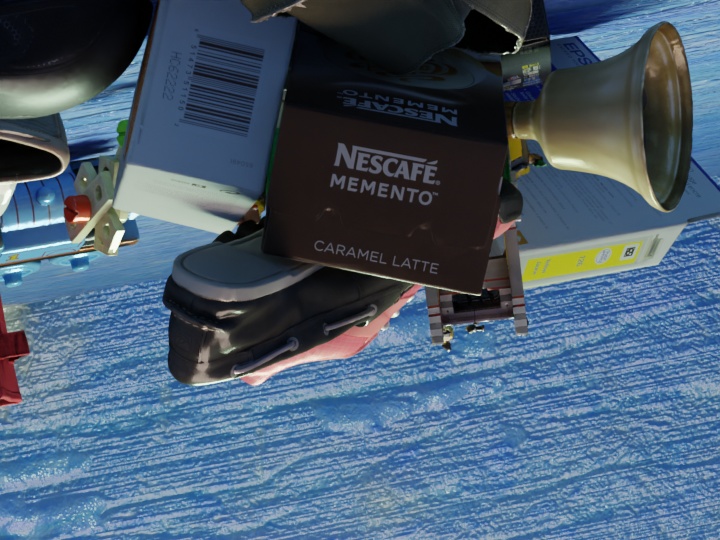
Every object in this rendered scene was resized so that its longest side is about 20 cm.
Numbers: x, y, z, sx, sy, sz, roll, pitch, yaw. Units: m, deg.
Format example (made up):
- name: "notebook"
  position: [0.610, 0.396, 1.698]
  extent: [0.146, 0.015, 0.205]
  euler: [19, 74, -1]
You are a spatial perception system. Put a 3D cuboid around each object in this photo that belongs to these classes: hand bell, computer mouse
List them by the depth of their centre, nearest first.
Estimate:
- name: "computer mouse"
  position: [-0.198, -0.097, 1.265]
  extent: [0.199, 0.053, 0.138]
  euler: [-11, 176, -7]
- name: "hand bell"
  position: [0.078, -0.085, 1.428]
  extent: [0.199, 0.105, 0.104]
  euler: [1, -179, 22]

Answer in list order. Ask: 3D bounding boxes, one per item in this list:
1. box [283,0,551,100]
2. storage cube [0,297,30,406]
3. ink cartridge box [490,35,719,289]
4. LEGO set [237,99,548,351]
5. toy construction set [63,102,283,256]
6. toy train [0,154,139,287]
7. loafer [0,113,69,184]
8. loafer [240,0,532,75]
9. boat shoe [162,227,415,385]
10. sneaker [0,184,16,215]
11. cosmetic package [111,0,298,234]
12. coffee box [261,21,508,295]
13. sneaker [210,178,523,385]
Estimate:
- name: "box"
  position: [0.032, -0.130, 1.488]
  extent: [0.157, 0.051, 0.200]
  euler: [-10, 176, 3]
- name: "storage cube"
  position: [-0.322, 0.012, 1.628]
  extent: [0.199, 0.181, 0.171]
  euler: [-11, 177, -4]
- name: "ink cartridge box"
  position: [0.113, -0.074, 1.655]
  extent: [0.199, 0.198, 0.047]
  euler: [-7, 134, -36]
- name: "LEGO set"
  position: [0.023, -0.016, 1.512]
  extent: [0.199, 0.117, 0.154]
  euler: [-10, -153, -4]
- name: "toy construction set"
  position: [-0.103, -0.080, 1.653]
  extent: [0.199, 0.093, 0.131]
  euler: [-22, -176, -34]
- name: "toy train"
  position: [-0.255, -0.038, 1.851]
  extent: [0.199, 0.087, 0.114]
  euler: [-10, 171, -20]
- name: "loafer"
  position: [-0.251, -0.067, 1.365]
  extent: [0.199, 0.063, 0.072]
  euler: [-13, 146, -28]
- name: "loafer"
  position: [0.021, -0.132, 1.231]
  extent: [0.199, 0.070, 0.075]
  euler: [-8, 176, -44]
- name: "boat shoe"
  position: [-0.031, 0.011, 1.264]
  extent: [0.067, 0.057, 0.200]
  euler: [26, -157, 29]
- name: "sneaker"
  position: [-0.278, -0.033, 1.510]
  extent: [0.146, 0.081, 0.200]
  euler: [2, 146, -45]
- name: "cosmetic package"
  position: [-0.084, -0.084, 1.327]
  extent: [0.071, 0.102, 0.200]
  euler: [12, 173, -6]
- name: "coffee box"
  position: [0.015, -0.068, 1.297]
  extent: [0.114, 0.080, 0.200]
  euler: [10, -159, -3]
- name: "sneaker"
  position: [0.000, 0.000, 1.390]
  extent: [0.199, 0.087, 0.074]
  euler: [-21, -141, -25]
